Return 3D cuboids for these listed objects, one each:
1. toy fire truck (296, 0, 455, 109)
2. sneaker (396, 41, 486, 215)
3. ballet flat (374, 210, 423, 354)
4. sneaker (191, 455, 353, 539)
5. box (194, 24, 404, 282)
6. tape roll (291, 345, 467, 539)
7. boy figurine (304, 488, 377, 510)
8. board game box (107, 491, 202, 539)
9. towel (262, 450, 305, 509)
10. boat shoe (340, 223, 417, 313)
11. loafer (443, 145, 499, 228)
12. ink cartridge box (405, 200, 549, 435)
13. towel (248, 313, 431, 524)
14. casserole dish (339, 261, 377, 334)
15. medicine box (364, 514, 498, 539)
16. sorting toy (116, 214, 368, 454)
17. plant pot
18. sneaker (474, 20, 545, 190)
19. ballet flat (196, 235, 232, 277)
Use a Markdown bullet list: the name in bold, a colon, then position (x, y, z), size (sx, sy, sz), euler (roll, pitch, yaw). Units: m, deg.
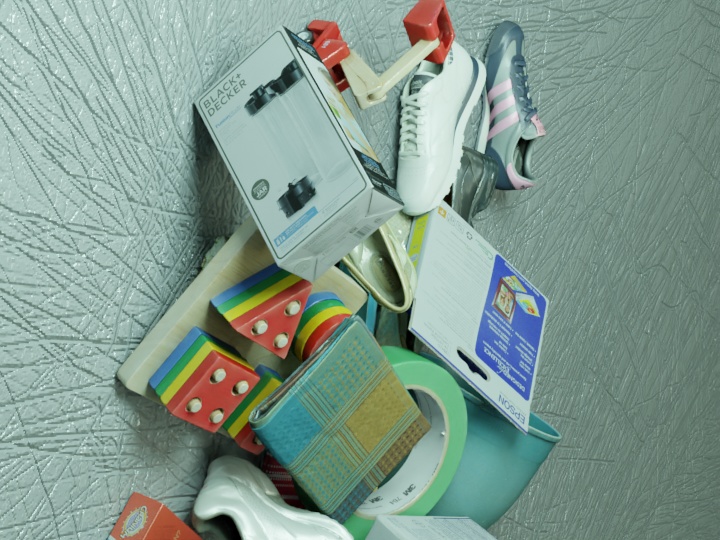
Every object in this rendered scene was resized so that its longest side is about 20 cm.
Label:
- **toy fire truck**: position (-0.011, -0.189, 1.490), size (0.201, 0.140, 0.049), euler (-55, 141, -29)
- **sneaker**: position (0.071, -0.160, 1.698), size (0.080, 0.076, 0.202), euler (30, 70, -47)
- **ballet flat**: position (0.054, 0.021, 1.715), size (0.067, 0.062, 0.202), euler (1, 94, -57)
- **sneaker**: position (-0.085, 0.276, 1.515), size (0.100, 0.199, 0.078), euler (-56, 178, -44)
- **box**: position (-0.058, -0.105, 1.378), size (0.116, 0.201, 0.060), euler (-38, 149, 18)
- **tape roll**: position (0.021, 0.181, 1.599), size (0.199, 0.048, 0.202), euler (-16, 117, -34)
- **boy figurine**: position (-0.017, 0.238, 1.666), size (0.124, 0.064, 0.202), euler (-40, 127, -42)
- **board game box**: position (-0.195, 0.328, 1.493), size (0.154, 0.040, 0.200), euler (-62, 144, -21)
- **towel**: position (-0.054, 0.172, 1.665), size (0.144, 0.022, 0.202), euler (14, 89, -57)
- **boat shoe**: position (-0.011, -0.046, 1.530), size (0.202, 0.073, 0.063), euler (58, 6, -8)
- **loafer**: position (0.092, -0.049, 1.775), size (0.072, 0.072, 0.202), euler (23, 78, -35)
- **ink cartridge box**: position (0.120, 0.053, 1.680), size (0.197, 0.047, 0.201), euler (42, 44, -25)
- **towel**: position (-0.017, 0.148, 1.496), size (0.147, 0.022, 0.200), euler (-45, 137, -11)
- **casserole dish**: position (0.000, 0.000, 1.634), size (0.121, 0.038, 0.202), euler (-58, 154, -77)
- **medicine box**: position (0.061, 0.361, 1.615), size (0.199, 0.103, 0.183), euler (15, 105, -55)
- **sorting toy**: position (-0.093, 0.074, 1.454), size (0.199, 0.070, 0.200), euler (-49, 143, 4)
- **plant pot**: position (0.100, 0.222, 1.777), size (0.200, 0.199, 0.189), euler (22, 99, -56)
- **sneaker**: position (0.189, -0.194, 1.839), size (0.070, 0.081, 0.202), euler (-17, 115, -52)
- **ballet flat**: position (-0.095, 0.021, 1.524), size (0.064, 0.076, 0.200), euler (-45, 142, 10)
